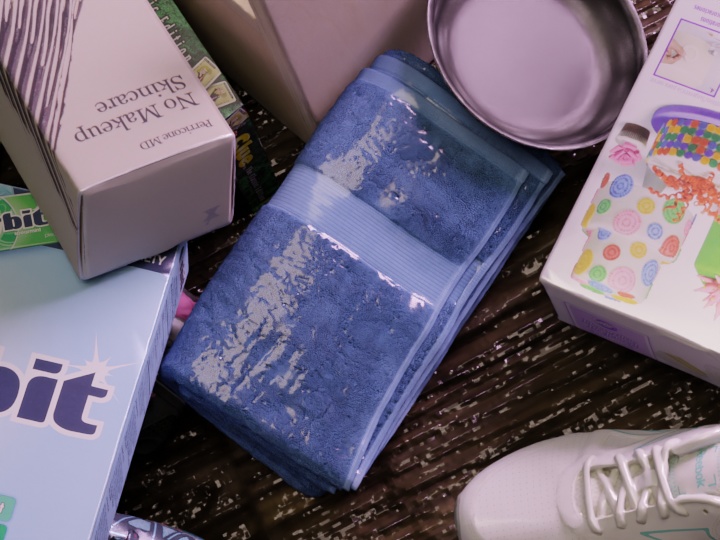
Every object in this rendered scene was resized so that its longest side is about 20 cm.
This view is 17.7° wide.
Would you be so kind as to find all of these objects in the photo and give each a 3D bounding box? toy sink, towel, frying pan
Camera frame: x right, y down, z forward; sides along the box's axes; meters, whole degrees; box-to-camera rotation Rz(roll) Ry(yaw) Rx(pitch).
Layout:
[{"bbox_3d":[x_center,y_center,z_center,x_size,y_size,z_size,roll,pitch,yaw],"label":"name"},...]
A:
[{"bbox_3d":[-0.025,-0.166,1.097,0.112,0.200,0.130,41,82,21],"label":"toy sink"},{"bbox_3d":[0.000,0.000,1.091,0.112,0.049,0.200,36,78,-7],"label":"towel"},{"bbox_3d":[0.084,-0.142,1.115,0.115,0.031,0.190,10,66,-18],"label":"frying pan"}]

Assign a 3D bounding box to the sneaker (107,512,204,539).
[{"bbox_3d":[-0.152,0.136,1.059,0.200,0.096,0.079,10,72,14],"label":"sneaker"}]

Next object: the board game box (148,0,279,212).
[{"bbox_3d":[-0.105,-0.128,1.148,0.023,0.105,0.200,-33,68,-2],"label":"board game box"}]

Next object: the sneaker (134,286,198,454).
[{"bbox_3d":[-0.173,0.038,1.111,0.200,0.080,0.086,8,73,14],"label":"sneaker"}]

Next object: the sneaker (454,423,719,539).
[{"bbox_3d":[0.138,0.096,1.033,0.200,0.080,0.071,-6,70,9],"label":"sneaker"}]

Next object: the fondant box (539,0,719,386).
[{"bbox_3d":[0.190,-0.046,1.052,0.144,0.058,0.200,23,76,19],"label":"fondant box"}]

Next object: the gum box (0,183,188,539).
[{"bbox_3d":[-0.182,0.053,1.026,0.170,0.045,0.200,13,58,4],"label":"gum box"}]

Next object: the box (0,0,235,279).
[{"bbox_3d":[-0.136,-0.098,1.063,0.082,0.068,0.200,-23,59,-21],"label":"box"}]
